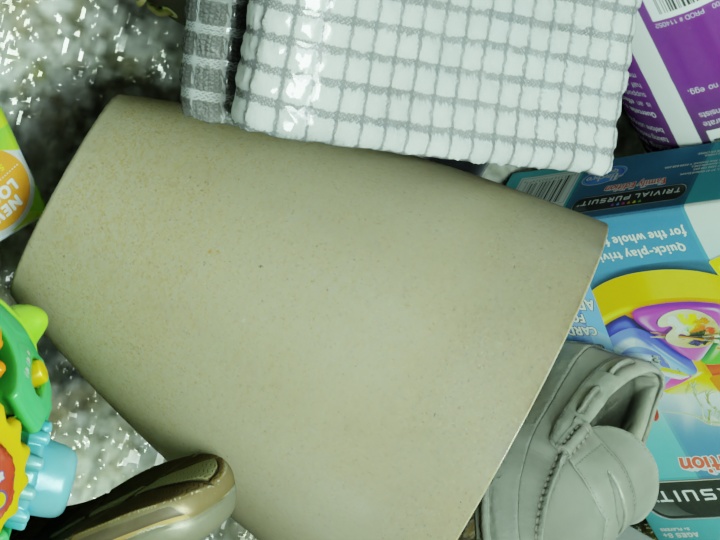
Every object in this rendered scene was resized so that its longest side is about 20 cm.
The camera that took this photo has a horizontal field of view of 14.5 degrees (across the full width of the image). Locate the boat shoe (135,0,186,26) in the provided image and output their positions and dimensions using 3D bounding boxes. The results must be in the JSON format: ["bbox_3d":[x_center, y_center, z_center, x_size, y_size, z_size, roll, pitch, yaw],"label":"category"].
[{"bbox_3d":[-0.073,-0.141,1.132,0.060,0.072,0.202,-26,128,-6],"label":"boat shoe"}]

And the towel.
[{"bbox_3d":[0.025,-0.130,1.116,0.200,0.085,0.166,3,100,-43],"label":"towel"}]

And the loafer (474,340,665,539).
[{"bbox_3d":[0.090,0.088,1.189,0.070,0.200,0.070,-3,119,14],"label":"loafer"}]

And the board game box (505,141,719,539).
[{"bbox_3d":[0.165,0.036,1.274,0.200,0.151,0.047,58,43,-28],"label":"board game box"}]

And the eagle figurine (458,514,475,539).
[{"bbox_3d":[0.026,0.183,1.246,0.151,0.152,0.200,-21,139,-63],"label":"eagle figurine"}]

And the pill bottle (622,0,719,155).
[{"bbox_3d":[0.163,-0.104,1.257,0.112,0.112,0.200,-39,120,-15],"label":"pill bottle"}]

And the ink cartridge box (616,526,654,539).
[{"bbox_3d":[0.169,0.186,1.290,0.116,0.200,0.068,38,84,-32],"label":"ink cartridge box"}]

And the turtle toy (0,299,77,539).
[{"bbox_3d":[-0.185,0.082,1.050,0.200,0.101,0.146,-44,130,-21],"label":"turtle toy"}]

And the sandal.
[{"bbox_3d":[-0.120,0.126,1.114,0.054,0.200,0.080,60,37,-10],"label":"sandal"}]

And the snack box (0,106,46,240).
[{"bbox_3d":[-0.237,-0.037,1.080,0.200,0.053,0.142,-32,119,-19],"label":"snack box"}]

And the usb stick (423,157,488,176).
[{"bbox_3d":[0.000,0.000,1.239,0.055,0.033,0.200,33,86,-33],"label":"usb stick"}]

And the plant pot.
[{"bbox_3d":[-0.031,0.016,1.137,0.200,0.187,0.188,29,88,0],"label":"plant pot"}]
